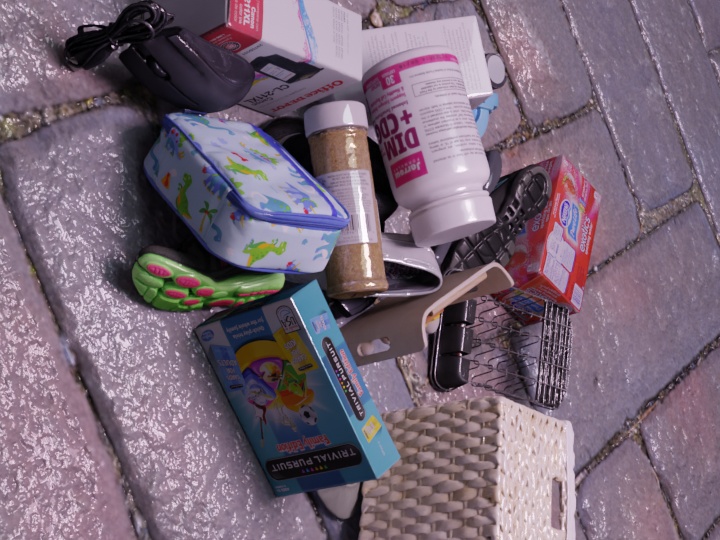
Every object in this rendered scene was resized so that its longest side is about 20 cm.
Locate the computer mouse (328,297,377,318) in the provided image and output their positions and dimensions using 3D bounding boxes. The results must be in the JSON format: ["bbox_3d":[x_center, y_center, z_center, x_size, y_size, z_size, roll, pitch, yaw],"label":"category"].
[{"bbox_3d":[-0.028,0.032,1.528,0.059,0.034,0.200,58,30,-1],"label":"computer mouse"}]

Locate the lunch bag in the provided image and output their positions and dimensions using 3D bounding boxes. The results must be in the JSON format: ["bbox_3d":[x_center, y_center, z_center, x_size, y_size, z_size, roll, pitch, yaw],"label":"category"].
[{"bbox_3d":[-0.115,-0.081,1.392,0.160,0.083,0.200,7,30,-45],"label":"lunch bag"}]

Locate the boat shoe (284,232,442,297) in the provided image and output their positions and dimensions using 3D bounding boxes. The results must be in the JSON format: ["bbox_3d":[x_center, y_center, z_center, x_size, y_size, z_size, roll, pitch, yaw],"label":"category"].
[{"bbox_3d":[0.000,0.000,1.508,0.198,0.073,0.069,7,31,-31],"label":"boat shoe"}]

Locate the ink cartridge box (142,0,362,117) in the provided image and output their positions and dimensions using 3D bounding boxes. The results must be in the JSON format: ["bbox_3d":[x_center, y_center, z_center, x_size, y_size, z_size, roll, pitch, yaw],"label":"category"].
[{"bbox_3d":[-0.113,-0.246,1.472,0.199,0.145,0.084,15,67,-44],"label":"ink cartridge box"}]

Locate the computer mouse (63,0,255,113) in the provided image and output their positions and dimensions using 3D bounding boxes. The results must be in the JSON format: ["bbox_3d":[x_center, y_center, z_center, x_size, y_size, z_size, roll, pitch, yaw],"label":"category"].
[{"bbox_3d":[-0.189,-0.199,1.383,0.199,0.137,0.053,18,63,-47],"label":"computer mouse"}]

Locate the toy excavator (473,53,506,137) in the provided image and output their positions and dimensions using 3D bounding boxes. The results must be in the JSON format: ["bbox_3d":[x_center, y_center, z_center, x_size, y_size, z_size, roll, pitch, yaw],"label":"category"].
[{"bbox_3d":[0.098,-0.180,1.736,0.193,0.099,0.203,4,82,-46],"label":"toy excavator"}]

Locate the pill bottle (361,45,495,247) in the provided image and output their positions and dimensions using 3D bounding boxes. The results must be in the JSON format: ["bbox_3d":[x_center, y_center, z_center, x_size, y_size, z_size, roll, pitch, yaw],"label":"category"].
[{"bbox_3d":[0.079,-0.136,1.525,0.113,0.113,0.203,-6,77,-48],"label":"pill bottle"}]

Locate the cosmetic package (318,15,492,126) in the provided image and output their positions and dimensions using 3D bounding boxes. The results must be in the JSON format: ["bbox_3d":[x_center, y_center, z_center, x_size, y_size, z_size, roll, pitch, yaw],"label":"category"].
[{"bbox_3d":[0.048,-0.234,1.634,0.197,0.071,0.103,-10,83,-16],"label":"cosmetic package"}]

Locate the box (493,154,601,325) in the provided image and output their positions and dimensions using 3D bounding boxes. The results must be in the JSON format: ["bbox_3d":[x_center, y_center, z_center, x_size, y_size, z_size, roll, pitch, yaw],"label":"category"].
[{"bbox_3d":[0.247,-0.041,1.839,0.100,0.095,0.202,41,50,-33],"label":"box"}]

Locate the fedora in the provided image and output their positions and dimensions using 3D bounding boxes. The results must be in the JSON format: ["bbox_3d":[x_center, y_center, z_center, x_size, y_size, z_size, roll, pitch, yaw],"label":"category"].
[{"bbox_3d":[-0.024,-0.103,1.547,0.199,0.091,0.203,26,51,-37],"label":"fedora"}]

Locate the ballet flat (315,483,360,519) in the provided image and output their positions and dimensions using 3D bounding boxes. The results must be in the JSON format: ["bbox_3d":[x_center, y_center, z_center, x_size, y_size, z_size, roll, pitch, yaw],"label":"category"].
[{"bbox_3d":[-0.034,0.172,1.477,0.067,0.063,0.202,-24,95,-49],"label":"ballet flat"}]

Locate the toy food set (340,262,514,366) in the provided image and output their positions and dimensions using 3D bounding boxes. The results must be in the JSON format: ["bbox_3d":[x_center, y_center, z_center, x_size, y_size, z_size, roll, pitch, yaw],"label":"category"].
[{"bbox_3d":[0.071,0.058,1.573,0.199,0.142,0.061,-32,102,-49],"label":"toy food set"}]

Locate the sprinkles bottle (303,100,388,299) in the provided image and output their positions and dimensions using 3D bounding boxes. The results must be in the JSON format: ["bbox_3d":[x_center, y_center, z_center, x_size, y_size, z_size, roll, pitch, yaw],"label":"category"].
[{"bbox_3d":[-0.016,-0.074,1.446,0.068,0.068,0.203,0,80,-48],"label":"sprinkles bottle"}]

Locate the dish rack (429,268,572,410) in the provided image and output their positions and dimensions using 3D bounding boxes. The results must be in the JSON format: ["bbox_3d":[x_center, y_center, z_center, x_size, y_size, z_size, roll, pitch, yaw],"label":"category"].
[{"bbox_3d":[0.184,0.091,1.719,0.198,0.054,0.156,18,73,-33],"label":"dish rack"}]

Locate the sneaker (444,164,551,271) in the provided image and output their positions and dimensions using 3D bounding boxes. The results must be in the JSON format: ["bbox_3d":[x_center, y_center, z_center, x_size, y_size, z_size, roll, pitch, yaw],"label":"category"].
[{"bbox_3d":[0.170,-0.057,1.785,0.200,0.079,0.076,-46,117,-24],"label":"sneaker"}]

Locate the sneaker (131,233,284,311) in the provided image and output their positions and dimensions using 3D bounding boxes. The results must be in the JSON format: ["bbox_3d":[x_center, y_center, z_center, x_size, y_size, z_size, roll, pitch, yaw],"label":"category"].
[{"bbox_3d":[-0.162,-0.008,1.401,0.199,0.076,0.085,4,63,-55],"label":"sneaker"}]

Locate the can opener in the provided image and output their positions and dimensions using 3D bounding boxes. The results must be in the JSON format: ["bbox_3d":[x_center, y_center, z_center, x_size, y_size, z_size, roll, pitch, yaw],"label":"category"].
[{"bbox_3d":[0.125,-0.087,1.742,0.053,0.066,0.201,49,45,-23],"label":"can opener"}]

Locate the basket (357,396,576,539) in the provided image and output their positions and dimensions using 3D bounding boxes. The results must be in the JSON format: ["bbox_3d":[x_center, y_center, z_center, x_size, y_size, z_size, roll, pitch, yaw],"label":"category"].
[{"bbox_3d":[0.113,0.252,1.498,0.160,0.198,0.201,28,58,-47],"label":"basket"}]

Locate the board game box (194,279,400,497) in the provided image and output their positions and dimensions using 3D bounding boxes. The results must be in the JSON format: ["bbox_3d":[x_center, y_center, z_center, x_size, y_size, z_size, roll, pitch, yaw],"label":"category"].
[{"bbox_3d":[-0.066,0.124,1.391,0.047,0.150,0.202,-34,102,-47],"label":"board game box"}]
